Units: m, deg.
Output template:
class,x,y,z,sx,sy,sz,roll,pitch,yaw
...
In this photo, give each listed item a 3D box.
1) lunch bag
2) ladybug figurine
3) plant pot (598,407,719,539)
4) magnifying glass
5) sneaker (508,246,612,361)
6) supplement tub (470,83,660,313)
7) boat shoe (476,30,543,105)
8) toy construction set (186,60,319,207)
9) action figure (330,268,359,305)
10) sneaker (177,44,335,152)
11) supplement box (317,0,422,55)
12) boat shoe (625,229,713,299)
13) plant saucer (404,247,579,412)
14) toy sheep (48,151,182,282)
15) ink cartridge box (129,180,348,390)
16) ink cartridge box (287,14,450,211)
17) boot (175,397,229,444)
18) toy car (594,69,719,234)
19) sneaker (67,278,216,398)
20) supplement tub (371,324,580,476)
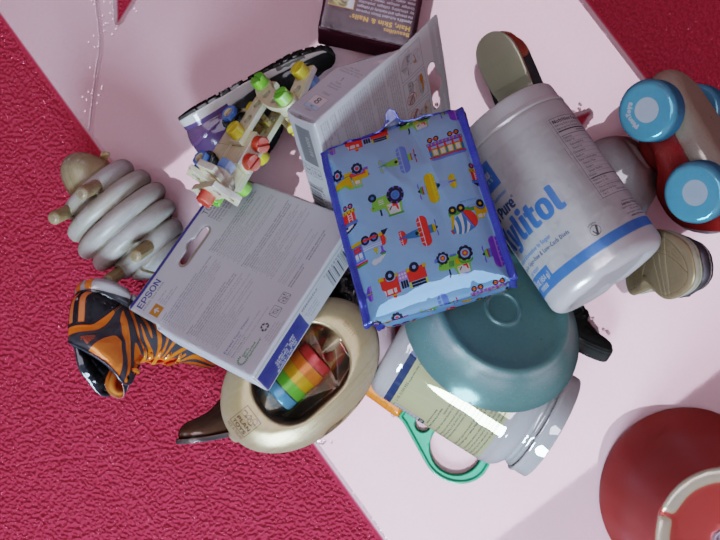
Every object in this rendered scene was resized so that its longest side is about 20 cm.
class,x,y,z,sx,sy,sz,roll,pitch,yaw
lunch bag,0.052,-0.061,0.891,0.148,0.094,0.203,-17,82,7
ladybug figurine,-0.066,0.113,0.998,0.199,0.072,0.136,-38,89,1
plant pot,0.364,0.260,0.978,0.197,0.177,0.204,0,92,6
magnifying glass,0.067,0.176,1.086,0.199,0.022,0.080,36,95,5
sneaker,0.220,0.009,1.047,0.198,0.060,0.105,33,99,8
supplement tub,0.198,-0.072,0.939,0.131,0.132,0.201,-34,74,6
boat shoe,0.188,-0.175,1.046,0.070,0.062,0.203,-22,89,24
toy construction set,-0.112,-0.134,0.986,0.201,0.130,0.093,-50,130,-25
action figure,0.000,0.000,1.050,0.200,0.102,0.119,-42,72,5
sneaker,-0.108,-0.190,1.084,0.198,0.076,0.088,-27,106,7
supplement box,0.022,-0.352,1.041,0.108,0.086,0.204,11,92,-4
boat shoe,0.332,-0.006,0.967,0.064,0.200,0.073,-6,85,-1
plant saucer,0.143,0.046,0.957,0.196,0.036,0.203,8,57,-12
toy sheep,-0.273,-0.052,1.064,0.137,0.138,0.201,-35,98,5
ink cartridge box,-0.122,0.004,0.989,0.198,0.041,0.201,23,71,34
ink cartridge box,0.017,-0.163,0.999,0.047,0.161,0.200,28,61,33
boot,-0.153,0.081,1.056,0.184,0.064,0.203,-17,93,-36
toy car,0.307,-0.095,1.002,0.199,0.183,0.179,-35,76,36
sneaker,-0.245,0.098,1.037,0.077,0.198,0.114,-29,47,39
supplement tub,0.126,0.119,1.016,0.198,0.145,0.146,32,94,5
